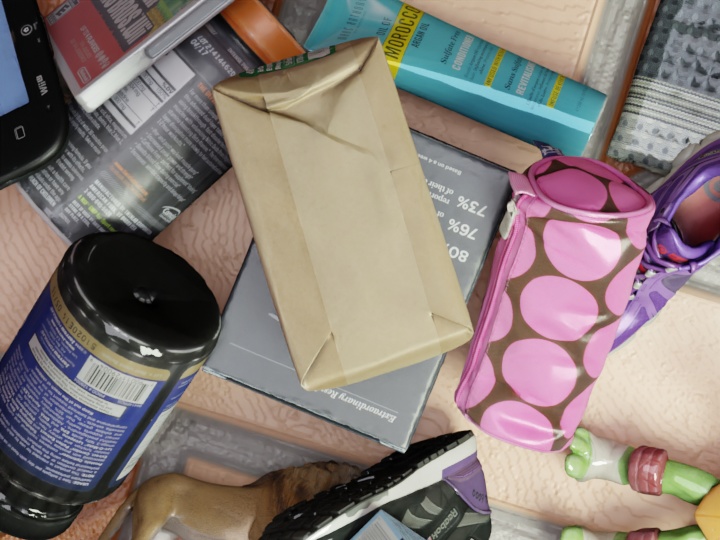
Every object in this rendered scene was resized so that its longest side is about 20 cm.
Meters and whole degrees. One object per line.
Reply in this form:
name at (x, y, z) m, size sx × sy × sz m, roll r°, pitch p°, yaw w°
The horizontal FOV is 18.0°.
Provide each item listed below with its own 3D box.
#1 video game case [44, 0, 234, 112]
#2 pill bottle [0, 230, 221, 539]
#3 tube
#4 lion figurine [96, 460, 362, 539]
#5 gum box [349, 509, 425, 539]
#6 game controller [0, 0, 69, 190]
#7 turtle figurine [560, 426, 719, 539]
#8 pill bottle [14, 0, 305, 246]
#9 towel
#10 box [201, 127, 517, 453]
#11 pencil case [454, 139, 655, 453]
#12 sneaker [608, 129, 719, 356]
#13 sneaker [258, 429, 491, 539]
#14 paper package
video game case at (-0.118, -0.194, 1.486) m, size 0.200 × 0.143 × 0.017 m, roll -38°, pitch 121°, yaw 1°
pill bottle at (-0.181, 0.080, 1.470) m, size 0.112 × 0.112 × 0.200 m, roll 36°, pitch 121°, yaw 1°
tube at (0.065, -0.134, 1.522) m, size 0.200 × 0.077 × 0.050 m, roll 23°, pitch 135°, yaw 1°
lion figurine at (-0.095, 0.169, 1.518) m, size 0.200 × 0.072 × 0.123 m, roll 11°, pitch 57°, yaw 7°
gum box at (0.015, 0.259, 1.462) m, size 0.170 × 0.200 × 0.045 m, roll -45°, pitch 47°, yaw 5°
game controller at (-0.251, -0.135, 1.487) m, size 0.104 × 0.042 × 0.200 m, roll -30°, pitch 58°, yaw 17°
turtle figurine at (0.221, 0.165, 1.463) m, size 0.194 × 0.200 × 0.144 m, roll 4°, pitch 124°, yaw 23°
pill bottle at (-0.128, -0.099, 1.499) m, size 0.200 × 0.106 × 0.106 m, roll -42°, pitch 90°, yaw 2°
towel at (0.290, -0.132, 1.531) m, size 0.200 × 0.035 × 0.193 m, roll 20°, pitch 88°, yaw 3°
box at (0.000, 0.000, 1.498) m, size 0.148 × 0.104 × 0.200 m, roll 23°, pitch 92°, yaw 1°
pencil case at (0.117, 0.023, 1.454) m, size 0.094 × 0.091 × 0.200 m, roll -2°, pitch 124°, yaw -24°
sneaker at (0.190, -0.015, 1.492) m, size 0.081 × 0.083 × 0.200 m, roll 41°, pitch 110°, yaw -2°
sneaker at (0.021, 0.174, 1.468) m, size 0.076 × 0.200 × 0.088 m, roll -14°, pitch 95°, yaw 44°
paper package at (-0.010, -0.031, 1.348) m, size 0.103 × 0.200 × 0.191 m, roll -18°, pitch 89°, yaw 1°
